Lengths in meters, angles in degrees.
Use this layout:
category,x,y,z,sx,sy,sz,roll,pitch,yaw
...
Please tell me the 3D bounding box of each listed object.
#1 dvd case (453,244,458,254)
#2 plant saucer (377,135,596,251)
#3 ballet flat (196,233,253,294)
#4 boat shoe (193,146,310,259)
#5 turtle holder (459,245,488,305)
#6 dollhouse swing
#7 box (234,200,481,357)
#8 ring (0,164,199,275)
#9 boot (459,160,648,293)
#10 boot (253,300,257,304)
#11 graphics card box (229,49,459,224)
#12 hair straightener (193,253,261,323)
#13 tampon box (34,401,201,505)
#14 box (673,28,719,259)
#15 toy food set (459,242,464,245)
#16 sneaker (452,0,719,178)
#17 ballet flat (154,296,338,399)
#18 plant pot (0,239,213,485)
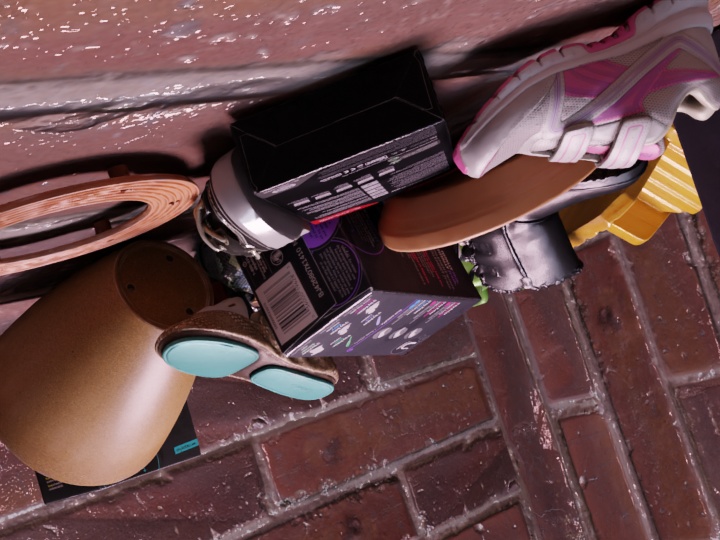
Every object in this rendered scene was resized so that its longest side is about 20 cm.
category,x,y,z,sx,sy,sz,roll,pitch,yaw
dvd case,0.014,0.013,1.107,0.199,0.025,0.150,-26,-163,14
plant saucer,0.100,-0.080,0.822,0.199,0.038,0.200,-25,-164,8
ballet flat,-0.072,-0.002,1.002,0.074,0.075,0.200,-21,161,27
boat shoe,-0.082,-0.038,0.734,0.063,0.071,0.200,-26,176,5
turtle holder,0.142,-0.022,1.356,0.140,0.133,0.185,-15,173,-18
dollhouse swing,0.306,-0.063,1.083,0.181,0.177,0.200,28,152,-13
box,0.000,0.000,0.915,0.106,0.123,0.200,-37,158,25
ring,-0.206,-0.032,0.689,0.199,0.019,0.200,-19,175,-2
boot,0.176,-0.050,0.964,0.197,0.074,0.163,-5,138,21
boot,-0.162,0.018,1.177,0.199,0.074,0.076,-22,157,-9
graphics card box,-0.001,-0.082,0.697,0.125,0.051,0.200,-20,176,8
hair straightener,-0.124,0.034,1.001,0.041,0.077,0.200,-56,-152,6
tampon box,-0.300,0.146,1.192,0.126,0.201,0.149,-22,172,40
box,0.370,-0.110,0.877,0.199,0.200,0.123,-12,172,-46
toy food set,0.031,-0.016,1.256,0.199,0.061,0.144,-19,-172,9
sneaker,0.157,-0.105,0.677,0.199,0.089,0.081,-27,175,0
ballet flat,-0.096,0.060,0.868,0.070,0.066,0.200,-27,149,27
plant pot,-0.218,0.065,0.926,0.186,0.187,0.200,-13,155,-45
